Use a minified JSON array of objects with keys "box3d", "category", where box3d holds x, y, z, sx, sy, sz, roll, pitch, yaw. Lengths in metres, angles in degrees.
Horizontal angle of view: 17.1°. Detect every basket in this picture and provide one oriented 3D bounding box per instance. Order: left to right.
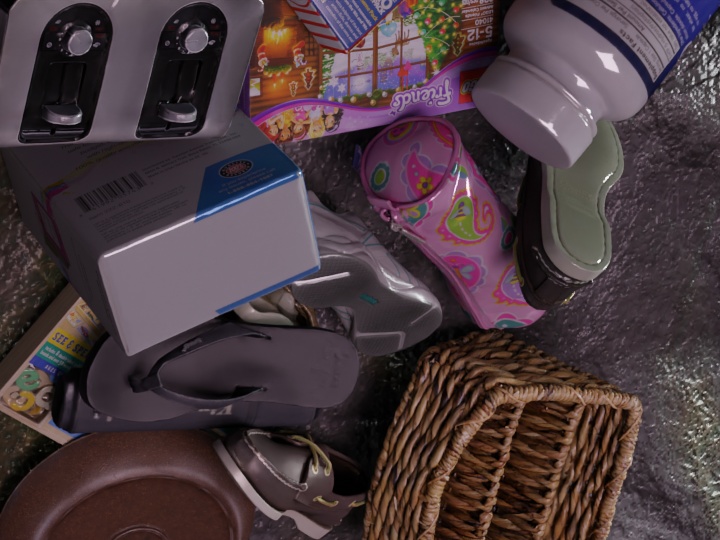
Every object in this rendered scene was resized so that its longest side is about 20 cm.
[{"box3d":[0.103,0.165,1.830,0.143,0.149,0.200,-13,125,-54],"category":"basket"}]

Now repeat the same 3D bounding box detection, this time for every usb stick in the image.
[{"box3d":[-0.121,0.091,1.719,0.200,0.033,0.055,0,130,-24],"category":"usb stick"}]

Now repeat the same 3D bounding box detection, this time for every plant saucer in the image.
[{"box3d":[-0.170,0.201,1.773,0.200,0.034,0.200,-11,126,-15],"category":"plant saucer"}]

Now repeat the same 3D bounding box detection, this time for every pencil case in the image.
[{"box3d":[0.071,-0.032,1.757,0.087,0.087,0.200,-45,139,-1],"category":"pencil case"}]

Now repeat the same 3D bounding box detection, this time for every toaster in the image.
[{"box3d":[-0.190,-0.159,1.512,0.181,0.200,0.119,-4,119,-36],"category":"toaster"}]

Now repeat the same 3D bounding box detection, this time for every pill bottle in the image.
[{"box3d":[0.173,-0.177,1.714,0.200,0.120,0.120,-52,128,-10],"category":"pill bottle"}]

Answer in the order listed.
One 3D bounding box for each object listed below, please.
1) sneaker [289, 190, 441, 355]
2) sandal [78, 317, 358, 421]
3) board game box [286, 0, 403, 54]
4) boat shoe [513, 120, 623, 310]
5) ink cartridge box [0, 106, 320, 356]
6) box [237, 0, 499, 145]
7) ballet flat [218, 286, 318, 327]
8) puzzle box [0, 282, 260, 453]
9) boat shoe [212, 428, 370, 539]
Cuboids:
[{"box3d":[0.000,0.000,1.752,0.070,0.080,0.200,-28,149,11],"category":"sneaker"},{"box3d":[-0.096,0.065,1.674,0.200,0.043,0.076,-4,99,-17],"category":"sandal"},{"box3d":[0.012,-0.268,1.613,0.200,0.046,0.152,-43,116,-12],"category":"board game box"},{"box3d":[0.147,-0.053,1.762,0.072,0.201,0.061,29,129,-14],"category":"boat shoe"},{"box3d":[-0.136,-0.049,1.583,0.144,0.200,0.085,-24,128,-16],"category":"ink cartridge box"},{"box3d":[0.004,-0.170,1.695,0.200,0.039,0.137,-13,120,-23],"category":"box"},{"box3d":[-0.099,0.006,1.713,0.200,0.065,0.071,31,104,-35],"category":"ballet flat"},{"box3d":[-0.157,0.084,1.738,0.200,0.025,0.133,34,102,-37],"category":"puzzle box"},{"box3d":[-0.048,0.148,1.774,0.060,0.072,0.200,-35,155,7],"category":"boat shoe"}]
